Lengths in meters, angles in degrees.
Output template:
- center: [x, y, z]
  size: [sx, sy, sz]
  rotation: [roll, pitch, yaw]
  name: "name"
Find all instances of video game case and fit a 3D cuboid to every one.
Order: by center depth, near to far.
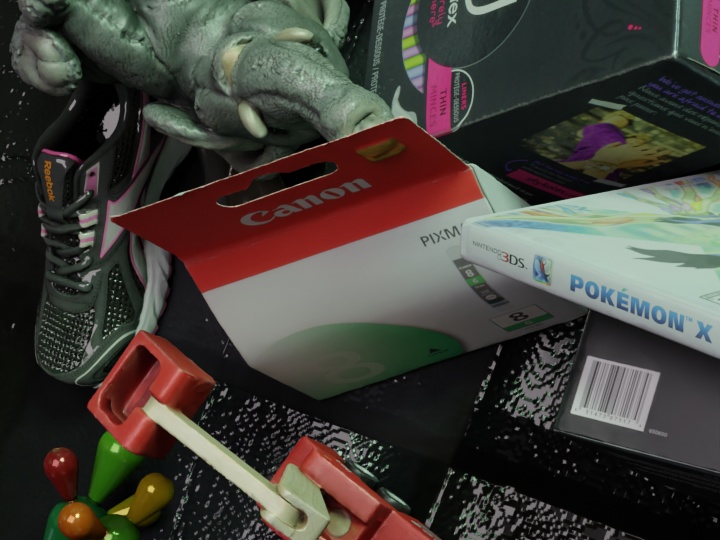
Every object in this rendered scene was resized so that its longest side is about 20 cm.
- center: [0.176, -0.007, 0.926]
  size: [0.182, 0.199, 0.022]
  rotation: [22, 117, 48]
  name: "video game case"

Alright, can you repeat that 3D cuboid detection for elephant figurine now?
- center: [-0.064, -0.105, 1.067]
  size: [0.200, 0.155, 0.142]
  rotation: [30, 133, 3]
  name: "elephant figurine"

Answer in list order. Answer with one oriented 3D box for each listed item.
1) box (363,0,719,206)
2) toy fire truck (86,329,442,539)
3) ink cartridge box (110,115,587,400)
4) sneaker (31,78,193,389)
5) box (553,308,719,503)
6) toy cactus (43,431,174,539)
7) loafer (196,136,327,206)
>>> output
- center: [0.106, -0.110, 1.026]
  size: [0.200, 0.106, 0.123]
  rotation: [-16, 60, 43]
  name: "box"
- center: [-0.027, 0.115, 1.042]
  size: [0.200, 0.141, 0.049]
  rotation: [37, 93, 32]
  name: "toy fire truck"
- center: [0.000, 0.000, 1.030]
  size: [0.160, 0.200, 0.050]
  rotation: [-18, 68, 22]
  name: "ink cartridge box"
- center: [-0.153, -0.038, 1.186]
  size: [0.080, 0.086, 0.201]
  rotation: [8, 85, 31]
  name: "sneaker"
- center: [0.207, 0.072, 0.931]
  size: [0.199, 0.141, 0.079]
  rotation: [13, 79, 31]
  name: "box"
- center: [-0.160, 0.184, 1.130]
  size: [0.165, 0.102, 0.201]
  rotation: [-11, 77, 35]
  name: "toy cactus"
- center: [-0.050, -0.068, 1.163]
  size: [0.071, 0.073, 0.201]
  rotation: [-14, 73, 13]
  name: "loafer"
